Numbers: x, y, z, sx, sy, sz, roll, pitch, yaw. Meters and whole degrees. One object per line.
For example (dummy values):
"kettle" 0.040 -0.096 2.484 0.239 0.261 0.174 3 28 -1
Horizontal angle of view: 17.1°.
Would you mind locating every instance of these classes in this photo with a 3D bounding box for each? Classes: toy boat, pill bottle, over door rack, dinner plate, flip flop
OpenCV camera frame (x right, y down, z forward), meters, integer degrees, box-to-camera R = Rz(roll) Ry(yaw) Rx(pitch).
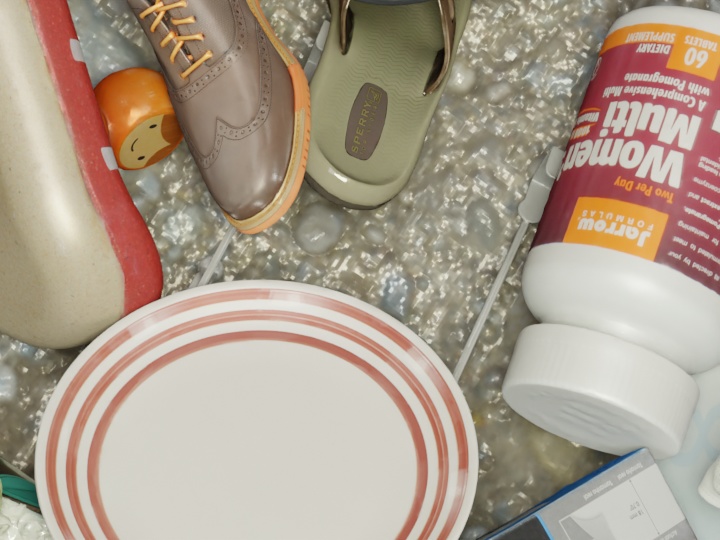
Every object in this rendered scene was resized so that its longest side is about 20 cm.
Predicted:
"toy boat" -0.141 -0.064 1.168 0.130 0.130 0.201 -15 86 -35
"pill bottle" 0.142 -0.018 1.163 0.109 0.110 0.201 22 73 -3
"over door rack" 0.000 0.000 1.194 0.147 0.067 0.201 28 70 -2
"dinner plate" -0.046 0.087 1.083 0.199 0.024 0.201 0 51 0
"flip flop" 0.014 -0.123 1.172 0.081 0.058 0.201 19 58 -7

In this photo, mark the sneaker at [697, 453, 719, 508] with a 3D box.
"sneaker" 0.198 0.042 1.099 0.146 0.080 0.201 -36 66 25

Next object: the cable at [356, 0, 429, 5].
"cable" 0.027 -0.190 1.159 0.200 0.051 0.163 -27 60 -39

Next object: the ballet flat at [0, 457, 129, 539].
"ballet flat" -0.184 0.117 1.127 0.200 0.072 0.072 25 82 33

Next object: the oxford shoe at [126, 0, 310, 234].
"oxford shoe" -0.079 -0.107 1.150 0.071 0.073 0.201 -36 55 26

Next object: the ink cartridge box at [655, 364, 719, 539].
"ink cartridge box" 0.222 0.124 1.137 0.047 0.200 0.161 7 83 -40

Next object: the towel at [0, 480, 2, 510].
"towel" -0.242 0.150 1.113 0.148 0.036 0.201 28 112 26

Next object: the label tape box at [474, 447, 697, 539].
"label tape box" 0.121 0.200 1.097 0.144 0.063 0.201 -23 83 -46
